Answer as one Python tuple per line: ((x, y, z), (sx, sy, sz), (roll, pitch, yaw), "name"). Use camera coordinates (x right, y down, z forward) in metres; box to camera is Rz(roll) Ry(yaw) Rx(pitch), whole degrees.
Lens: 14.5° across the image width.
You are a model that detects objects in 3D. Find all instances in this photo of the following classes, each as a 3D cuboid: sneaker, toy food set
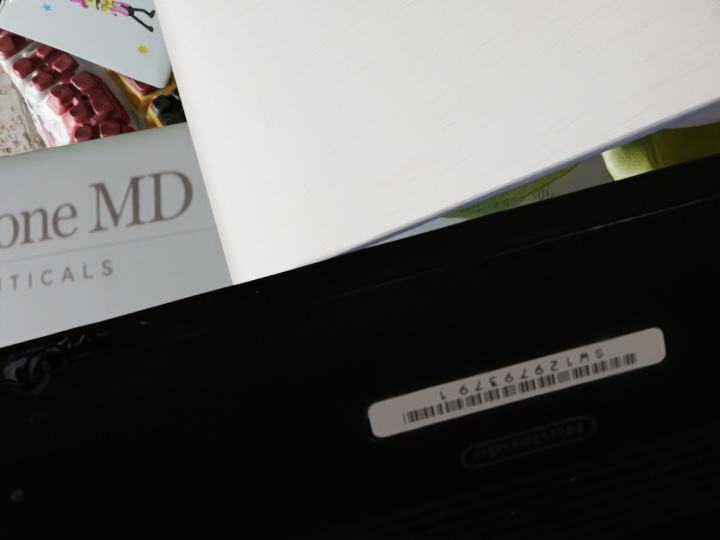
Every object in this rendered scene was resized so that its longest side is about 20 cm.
((-0.082, -0.048, 0.999), (0.082, 0.078, 0.200), (76, 179, -52), "sneaker")
((0.024, -0.085, 0.540), (0.200, 0.060, 0.144), (-22, 81, 50), "toy food set")

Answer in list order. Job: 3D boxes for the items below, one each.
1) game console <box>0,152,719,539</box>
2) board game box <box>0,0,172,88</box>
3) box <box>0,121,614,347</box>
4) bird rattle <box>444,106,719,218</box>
((0.025, 0.026, 0.539), (0.116, 0.200, 0.176), (-107, 2, -47), "game console")
((-0.049, -0.182, 0.935), (0.148, 0.064, 0.200), (111, 180, -47), "board game box")
((-0.011, 0.060, 0.775), (0.200, 0.199, 0.171), (23, -119, -61), "box")
((0.062, -0.101, 0.606), (0.163, 0.113, 0.200), (-178, 91, -71), "bird rattle")
